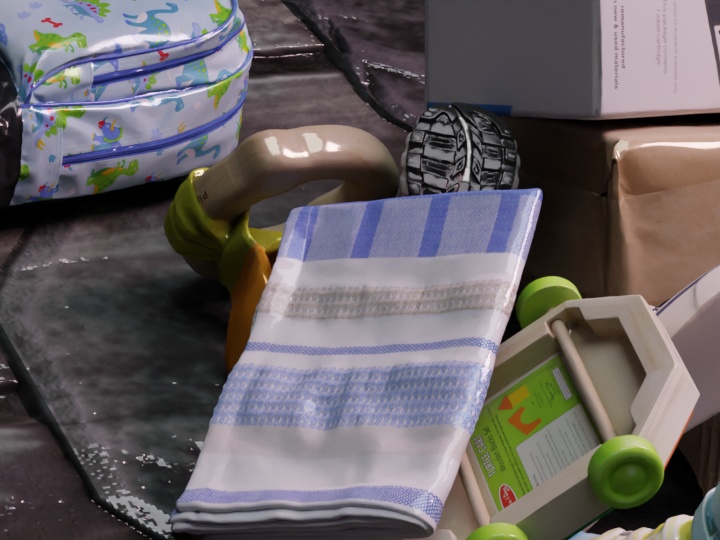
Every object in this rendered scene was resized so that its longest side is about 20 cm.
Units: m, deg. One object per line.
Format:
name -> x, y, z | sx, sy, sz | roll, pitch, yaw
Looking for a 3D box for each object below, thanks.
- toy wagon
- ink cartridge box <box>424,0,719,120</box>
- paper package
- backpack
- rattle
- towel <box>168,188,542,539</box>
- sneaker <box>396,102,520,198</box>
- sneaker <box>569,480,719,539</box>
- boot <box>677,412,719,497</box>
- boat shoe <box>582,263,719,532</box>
toy wagon -> 0.059, 0.088, 1.132 | 0.200, 0.040, 0.155 | -35, 29, 10
ink cartridge box -> 0.156, -0.129, 1.350 | 0.200, 0.084, 0.145 | -5, 8, -37
paper package -> 0.188, -0.035, 1.354 | 0.200, 0.104, 0.191 | -3, 9, -20
backpack -> -0.157, -0.109, 1.411 | 0.200, 0.154, 0.163 | 6, 21, -34
rattle -> 0.000, 0.000, 1.329 | 0.200, 0.130, 0.143 | 17, 28, -51
towel -> -0.001, 0.042, 1.162 | 0.147, 0.024, 0.200 | -3, 50, 33
sneaker -> 0.035, 0.011, 1.281 | 0.074, 0.079, 0.200 | 18, 60, 4
sneaker -> 0.142, 0.124, 1.097 | 0.200, 0.131, 0.080 | 22, 33, 21
boot -> 0.242, 0.076, 1.266 | 0.166, 0.072, 0.200 | -9, 32, -26
boat shoe -> 0.129, 0.042, 1.209 | 0.200, 0.075, 0.093 | -39, 39, -4
